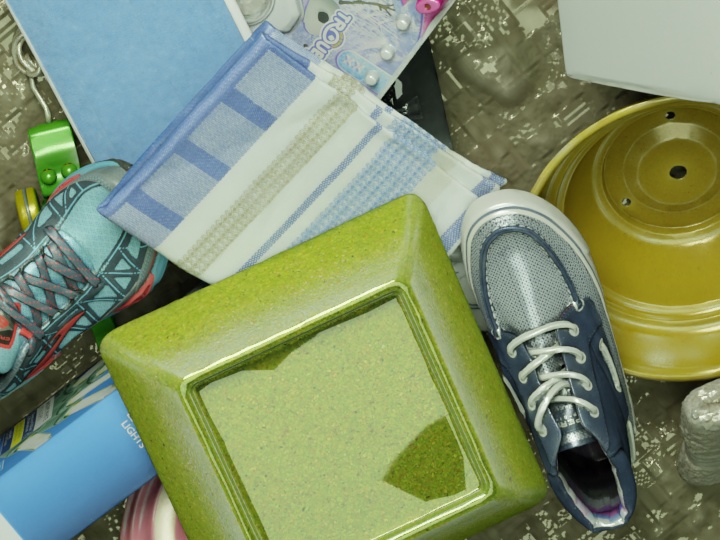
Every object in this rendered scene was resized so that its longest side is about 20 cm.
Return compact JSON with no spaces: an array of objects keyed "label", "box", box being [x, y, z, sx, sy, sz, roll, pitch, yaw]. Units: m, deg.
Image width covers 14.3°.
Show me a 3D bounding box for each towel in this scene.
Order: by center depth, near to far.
[{"label":"towel","box":[-0.030,-0.041,1.596,0.200,0.024,0.147,32,107,-37]},{"label":"towel","box":[0.284,0.071,1.708,0.200,0.133,0.034,-17,68,-1]}]

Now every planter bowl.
[{"label":"planter bowl","box":[0.189,-0.039,1.679,0.200,0.083,0.200,0,125,0]}]

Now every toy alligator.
[{"label":"toy alligator","box":[-0.170,-0.042,1.665,0.059,0.054,0.200,-14,107,-3]}]

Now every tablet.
[{"label":"tablet","box":[-0.111,-0.106,1.610,0.130,0.014,0.200,-15,117,25]}]

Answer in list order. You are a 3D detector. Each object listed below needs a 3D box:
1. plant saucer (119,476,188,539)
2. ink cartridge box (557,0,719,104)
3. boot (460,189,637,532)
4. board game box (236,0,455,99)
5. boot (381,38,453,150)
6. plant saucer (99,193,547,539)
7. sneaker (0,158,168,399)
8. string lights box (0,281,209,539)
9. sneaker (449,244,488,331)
[{"label":"plant saucer","box":[-0.044,0.156,1.684,0.200,0.051,0.201,-2,70,4]},{"label":"ink cartridge box","box":[0.224,-0.191,1.581,0.200,0.145,0.147,-21,111,-32]},{"label":"boot","box":[0.114,0.052,1.634,0.073,0.090,0.200,-21,123,12]},{"label":"board game box","box":[-0.068,-0.154,1.589,0.200,0.026,0.200,35,125,-5]},{"label":"boot","box":[-0.045,-0.140,1.651,0.165,0.066,0.200,-12,112,0]},{"label":"plant saucer","box":[-0.015,0.089,1.599,0.200,0.048,0.200,-25,104,-4]},{"label":"sneaker","box":[-0.181,0.021,1.610,0.079,0.096,0.200,43,118,-2]},{"label":"string lights box","box":[-0.142,0.091,1.681,0.200,0.103,0.059,-37,102,4]},{"label":"sneaker","box":[0.000,0.000,1.690,0.200,0.075,0.087,2,111,-6]}]
